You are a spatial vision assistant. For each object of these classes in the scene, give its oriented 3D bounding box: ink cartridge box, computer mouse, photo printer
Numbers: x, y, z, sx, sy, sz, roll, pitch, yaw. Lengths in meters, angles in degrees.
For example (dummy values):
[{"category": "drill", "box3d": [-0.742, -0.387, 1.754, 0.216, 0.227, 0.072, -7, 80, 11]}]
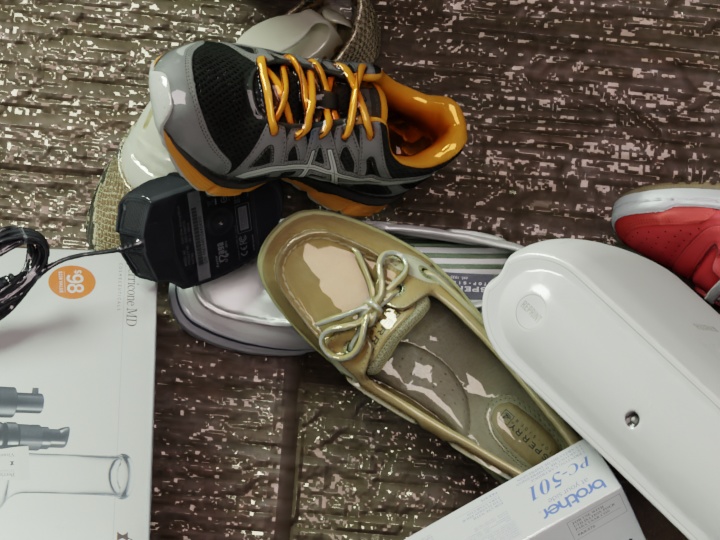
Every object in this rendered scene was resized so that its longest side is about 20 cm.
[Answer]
[{"category": "ink cartridge box", "box3d": [0.046, 0.170, 1.292, 0.199, 0.094, 0.044, -29, 39, -1]}, {"category": "computer mouse", "box3d": [-0.129, -0.013, 1.337, 0.199, 0.034, 0.059, -16, 119, -25]}, {"category": "photo printer", "box3d": [0.155, 0.061, 1.303, 0.200, 0.166, 0.070, 44, 106, 24]}]

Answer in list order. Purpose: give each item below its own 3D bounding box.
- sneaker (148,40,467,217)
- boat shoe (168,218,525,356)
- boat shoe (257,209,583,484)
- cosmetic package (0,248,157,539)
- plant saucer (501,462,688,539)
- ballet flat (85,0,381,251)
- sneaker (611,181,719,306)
[{"category": "sneaker", "box3d": [-0.027, -0.079, 1.329, 0.077, 0.199, 0.079, -20, 73, 37]}, {"category": "boat shoe", "box3d": [0.000, 0.000, 1.385, 0.199, 0.067, 0.074, -5, 75, -6]}, {"category": "boat shoe", "box3d": [0.035, 0.044, 1.325, 0.201, 0.063, 0.073, 43, 89, -6]}, {"category": "cosmetic package", "box3d": [-0.176, 0.075, 1.315, 0.150, 0.052, 0.201, 3, 46, -6]}, {"category": "plant saucer", "box3d": [0.137, 0.187, 1.365, 0.199, 0.035, 0.202, 1, 74, -5]}, {"category": "ballet flat", "box3d": [-0.071, -0.085, 1.397, 0.200, 0.075, 0.068, -41, 69, -13]}, {"category": "sneaker", "box3d": [0.220, 0.029, 1.394, 0.199, 0.071, 0.113, 15, 71, -3]}]
